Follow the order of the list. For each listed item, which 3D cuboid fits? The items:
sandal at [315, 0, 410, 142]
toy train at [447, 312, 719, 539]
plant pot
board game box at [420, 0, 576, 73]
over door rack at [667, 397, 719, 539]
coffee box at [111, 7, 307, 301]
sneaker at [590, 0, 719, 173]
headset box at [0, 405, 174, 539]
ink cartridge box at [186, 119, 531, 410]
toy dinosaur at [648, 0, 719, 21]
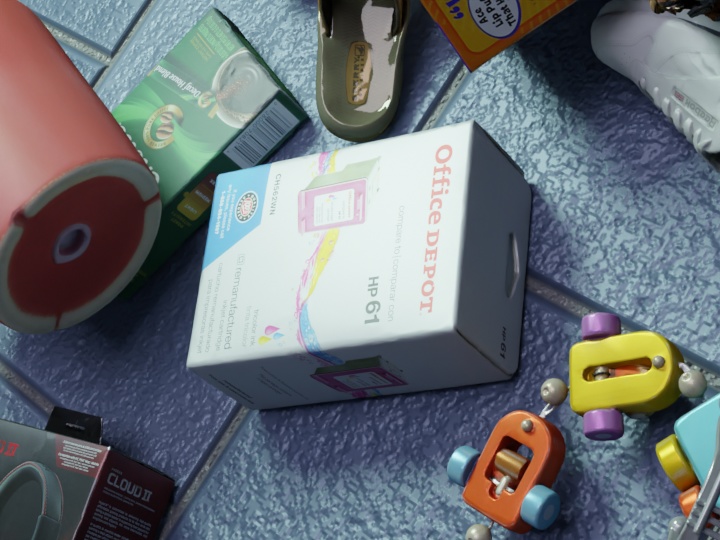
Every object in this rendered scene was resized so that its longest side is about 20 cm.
[{"bbox_3d":[-0.003,-0.192,1.042,0.079,0.054,0.202,-1,84,10],"label":"sandal"},{"bbox_3d":[0.150,0.110,0.821,0.199,0.055,0.151,20,84,40],"label":"toy train"},{"bbox_3d":[-0.245,-0.064,1.043,0.177,0.200,0.201,40,91,29],"label":"plant pot"},{"bbox_3d":[0.091,-0.283,0.924,0.199,0.201,0.200,-32,20,15],"label":"board game box"},{"bbox_3d":[0.250,0.073,0.707,0.147,0.067,0.202,25,100,4],"label":"over door rack"},{"bbox_3d":[-0.144,-0.087,1.128,0.200,0.044,0.123,-44,50,7],"label":"coffee box"},{"bbox_3d":[0.208,-0.104,0.884,0.199,0.076,0.081,28,92,42],"label":"sneaker"},{"bbox_3d":[-0.223,0.190,1.012,0.148,0.075,0.202,8,71,37],"label":"headset box"},{"bbox_3d":[0.000,0.000,0.957,0.198,0.085,0.146,-9,61,29],"label":"ink cartridge box"},{"bbox_3d":[0.232,-0.180,0.836,0.135,0.103,0.200,8,43,34],"label":"toy dinosaur"}]
